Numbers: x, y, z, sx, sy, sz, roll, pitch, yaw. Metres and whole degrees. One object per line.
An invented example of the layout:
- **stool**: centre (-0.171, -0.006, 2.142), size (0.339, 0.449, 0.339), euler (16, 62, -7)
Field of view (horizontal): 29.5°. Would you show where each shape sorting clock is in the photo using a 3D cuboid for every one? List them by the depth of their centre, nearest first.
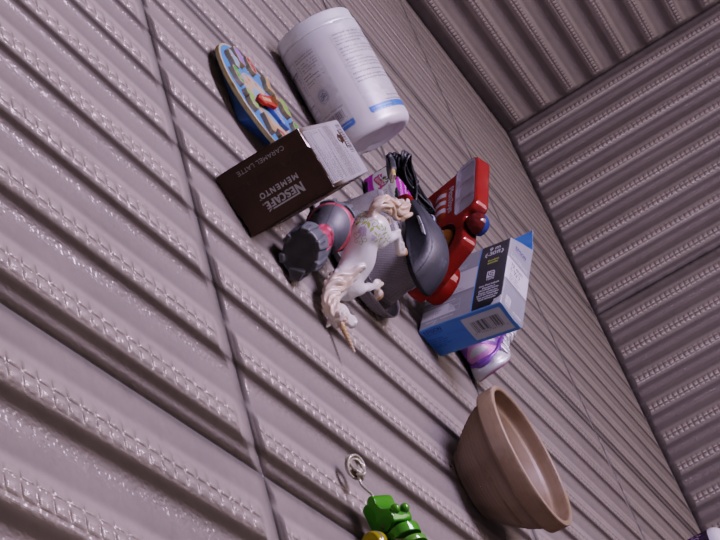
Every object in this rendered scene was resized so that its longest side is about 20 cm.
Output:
- **shape sorting clock**: centre (-0.123, -0.215, 1.787), size (0.200, 0.039, 0.200), euler (54, 15, -21)

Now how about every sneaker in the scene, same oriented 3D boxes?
- **sneaker**: centre (0.192, 0.099, 2.163), size (0.088, 0.080, 0.200), euler (49, 16, -7)

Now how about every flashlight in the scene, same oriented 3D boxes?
- **flashlight**: centre (-0.048, -0.043, 1.629), size (0.068, 0.068, 0.200), euler (55, 13, -1)

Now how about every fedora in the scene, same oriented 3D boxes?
- **fedora**: centre (0.023, -0.038, 1.817), size (0.177, 0.090, 0.200), euler (39, 24, -55)

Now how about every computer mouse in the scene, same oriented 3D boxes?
- **computer mouse**: centre (0.077, -0.072, 1.782), size (0.200, 0.046, 0.140), euler (-89, 154, -49)

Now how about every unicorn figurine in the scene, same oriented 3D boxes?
- **unicorn figurine**: centre (0.000, 0.000, 1.633), size (0.137, 0.074, 0.200), euler (22, 77, -69)

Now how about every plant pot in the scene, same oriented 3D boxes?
- **plant pot**: centre (0.184, 0.257, 1.761), size (0.201, 0.093, 0.201), euler (53, 16, -22)

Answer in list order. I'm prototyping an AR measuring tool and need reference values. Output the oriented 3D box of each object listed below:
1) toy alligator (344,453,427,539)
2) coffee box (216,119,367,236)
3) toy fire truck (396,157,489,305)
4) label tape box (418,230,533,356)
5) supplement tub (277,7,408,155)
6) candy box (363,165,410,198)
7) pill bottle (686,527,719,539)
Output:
- **toy alligator**: centre (0.036, 0.250, 1.298), size (0.059, 0.054, 0.200), euler (6, 50, -41)
- **coffee box**: centre (-0.075, -0.111, 1.584), size (0.080, 0.114, 0.200), euler (59, 15, -2)
- **toy fire truck**: centre (0.118, -0.056, 1.949), size (0.112, 0.168, 0.200), euler (34, 37, -21)
- **label tape box**: centre (0.172, 0.017, 1.999), size (0.066, 0.143, 0.200), euler (46, 38, -30)
- **supplement tub**: centre (-0.026, -0.283, 2.077), size (0.200, 0.132, 0.132), euler (62, 14, 9)
- **candy box**: centre (0.086, -0.054, 2.135), size (0.200, 0.061, 0.136), euler (52, 16, -28)
- **pill bottle**: centre (0.604, 0.531, 2.427), size (0.112, 0.200, 0.112), euler (54, 14, -21)
